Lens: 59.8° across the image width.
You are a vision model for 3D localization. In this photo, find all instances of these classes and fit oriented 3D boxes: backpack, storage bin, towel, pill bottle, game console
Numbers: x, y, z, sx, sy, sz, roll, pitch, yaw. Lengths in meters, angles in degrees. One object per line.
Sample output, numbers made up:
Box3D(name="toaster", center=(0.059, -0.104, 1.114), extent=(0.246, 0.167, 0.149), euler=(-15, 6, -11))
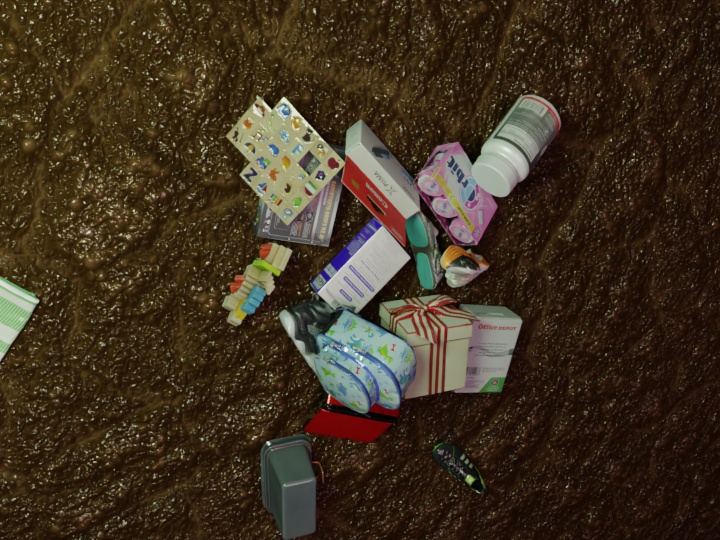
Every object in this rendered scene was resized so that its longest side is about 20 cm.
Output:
Box3D(name="backpack", center=(0.008, 0.201, 1.290), extent=(0.148, 0.197, 0.185), euler=(-54, 152, -32))
Box3D(name="storage bin", center=(-0.149, 0.512, 1.460), extent=(0.142, 0.134, 0.204), euler=(-6, 114, -19))
Box3D(name="towel", center=(-0.700, 0.095, 1.131), extent=(0.152, 0.023, 0.201), euler=(35, 95, -30))
Box3D(name="pill bottle", center=(0.326, -0.260, 1.321), extent=(0.201, 0.113, 0.114), euler=(-52, 121, -16))
Box3D(name="game console", center=(-0.015, 0.315, 1.501), extent=(0.197, 0.118, 0.176), euler=(17, 73, -27))

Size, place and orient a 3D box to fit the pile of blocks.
Box3D(name="pile of blocks", center=(-0.219, 0.024, 1.263), extent=(0.062, 0.082, 0.202), euler=(31, 98, -29))

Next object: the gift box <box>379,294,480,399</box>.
Box3D(name="gift box", center=(0.154, 0.161, 1.408), extent=(0.181, 0.200, 0.191), euler=(-9, 113, -24))

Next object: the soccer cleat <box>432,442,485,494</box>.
Box3D(name="soccer cleat", center=(0.267, 0.524, 1.663), extent=(0.068, 0.081, 0.200), euler=(-46, 120, 2))

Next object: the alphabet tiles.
Box3D(name="alphabet tiles", center=(-0.152, -0.215, 1.176), extent=(0.167, 0.008, 0.200), euler=(-43, 95, 16))

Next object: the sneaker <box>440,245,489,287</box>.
Box3D(name="sneaker", center=(0.219, 0.003, 1.395), extent=(0.092, 0.076, 0.199), euler=(-49, 156, 21))

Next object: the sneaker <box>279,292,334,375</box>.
Box3D(name="sneaker", center=(-0.087, 0.142, 1.368), extent=(0.113, 0.075, 0.202), euler=(-35, 122, -9))

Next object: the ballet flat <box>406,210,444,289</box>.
Box3D(name="ballet flat", center=(0.147, -0.059, 1.396), extent=(0.071, 0.072, 0.204), euler=(-21, 117, -12))

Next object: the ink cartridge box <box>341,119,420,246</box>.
Box3D(name="ink cartridge box", center=(0.045, -0.174, 1.240), extent=(0.044, 0.178, 0.200), euler=(-30, 124, 27))

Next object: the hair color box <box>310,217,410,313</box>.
Box3D(name="hair color box", center=(0.000, 0.000, 1.353), extent=(0.200, 0.065, 0.109), euler=(-46, 121, -1))

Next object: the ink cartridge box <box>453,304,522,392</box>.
Box3D(name="ink cartridge box", center=(0.297, 0.191, 1.538), extent=(0.144, 0.083, 0.204), euler=(5, 110, -23))

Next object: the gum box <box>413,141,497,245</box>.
Box3D(name="gum box", center=(0.204, -0.165, 1.342), extent=(0.201, 0.065, 0.114), euler=(50, 60, -29))

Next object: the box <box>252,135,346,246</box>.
Box3D(name="box", center=(-0.119, -0.159, 1.248), extent=(0.155, 0.048, 0.204), euler=(6, 108, -24))
